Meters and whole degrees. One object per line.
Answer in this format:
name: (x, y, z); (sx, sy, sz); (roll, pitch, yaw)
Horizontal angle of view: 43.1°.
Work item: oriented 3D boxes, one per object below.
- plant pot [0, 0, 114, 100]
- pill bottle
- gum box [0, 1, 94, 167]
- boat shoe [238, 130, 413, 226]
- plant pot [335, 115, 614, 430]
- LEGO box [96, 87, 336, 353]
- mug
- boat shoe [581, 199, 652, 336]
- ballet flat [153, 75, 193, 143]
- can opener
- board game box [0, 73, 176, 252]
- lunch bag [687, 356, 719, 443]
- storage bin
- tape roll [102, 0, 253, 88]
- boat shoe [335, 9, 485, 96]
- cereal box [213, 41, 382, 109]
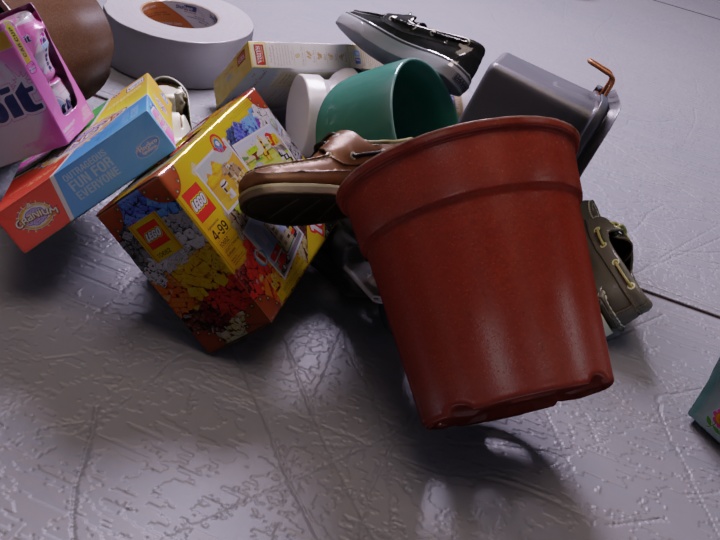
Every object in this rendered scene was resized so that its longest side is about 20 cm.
plant pot: (-0.371, -0.227, 0.956); (0.200, 0.201, 0.198); (19, 25, 9)
pill bottle: (0.019, -0.179, 1.079); (0.200, 0.116, 0.116); (-1, 35, -20)
gum box: (-0.351, -0.151, 0.821); (0.200, 0.114, 0.066); (-15, 29, 17)
boat shoe: (-0.021, -0.081, 0.783); (0.200, 0.072, 0.068); (-3, 75, -39)
plant pot: (0.098, 0.013, 0.711); (0.200, 0.201, 0.196); (-5, 73, -26)
LEGO box: (-0.112, -0.050, 0.798); (0.149, 0.077, 0.200); (54, 31, -17)
mug: (0.015, -0.133, 0.935); (0.114, 0.152, 0.185); (-10, -10, 33)
boat shoe: (0.253, -0.013, 0.939); (0.060, 0.072, 0.202); (-26, 30, 22)
ballet flat: (-0.215, -0.157, 1.008); (0.067, 0.064, 0.200); (1, 35, -18)
can opener: (0.000, 0.000, 0.871); (0.053, 0.067, 0.200); (-6, 25, -21)
board game box: (-0.240, -0.104, 0.819); (0.153, 0.040, 0.200); (-34, 24, 1)
lunch bag: (0.387, 0.088, 0.731); (0.122, 0.200, 0.170); (-9, 40, -32)
storage bin: (0.188, -0.169, 0.971); (0.134, 0.146, 0.200); (30, 22, 2)
tape roll: (-0.247, -0.318, 1.239); (0.200, 0.066, 0.200); (10, 33, -7)
boat shoe: (0.056, -0.255, 1.022); (0.200, 0.057, 0.069); (35, -2, 34)
cereal box: (-0.067, -0.239, 1.131); (0.200, 0.040, 0.144); (-4, -8, -27)
